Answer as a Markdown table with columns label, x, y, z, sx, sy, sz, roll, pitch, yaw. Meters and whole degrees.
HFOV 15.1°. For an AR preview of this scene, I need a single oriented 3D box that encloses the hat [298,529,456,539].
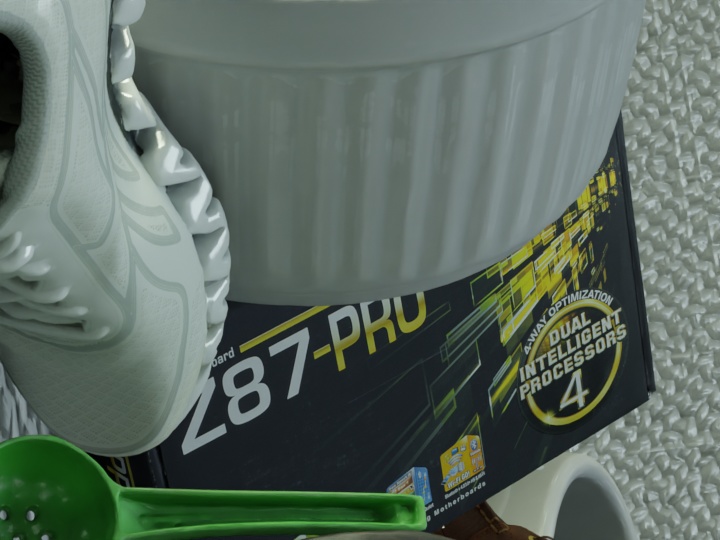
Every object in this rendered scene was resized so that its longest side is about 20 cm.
| label | x | y | z | sx | sy | sz | roll | pitch | yaw |
| --- | --- | --- | --- | --- | --- | --- | --- | --- | --- |
| hat | -0.016 | 0.157 | 0.622 | 0.081 | 0.200 | 0.201 | -29 | -115 | 57 |

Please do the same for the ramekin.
| label | x | y | z | sx | sy | sz | roll | pitch | yaw |
| --- | --- | --- | --- | --- | --- | --- | --- | --- | --- |
| ramekin | -0.016 | -0.078 | 0.739 | 0.200 | 0.199 | 0.105 | -94 | -175 | -55 |

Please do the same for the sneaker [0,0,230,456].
| label | x | y | z | sx | sy | sz | roll | pitch | yaw |
| --- | --- | --- | --- | --- | --- | --- | --- | --- | --- |
| sneaker | -0.079 | -0.022 | 0.627 | 0.081 | 0.075 | 0.200 | -69 | 159 | -43 |

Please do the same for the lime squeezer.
| label | x | y | z | sx | sy | sz | roll | pitch | yaw |
| --- | --- | --- | --- | --- | --- | --- | --- | --- | --- |
| lime squeezer | -0.071 | 0.045 | 0.576 | 0.200 | 0.070 | 0.038 | 27 | 63 | -50 |

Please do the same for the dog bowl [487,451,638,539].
| label | x | y | z | sx | sy | sz | roll | pitch | yaw |
| --- | --- | --- | --- | --- | --- | --- | --- | --- | --- |
| dog bowl | 0.075 | 0.166 | 1.116 | 0.200 | 0.058 | 0.201 | -9 | 90 | -70 |

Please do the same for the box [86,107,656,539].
| label | x | y | z | sx | sy | sz | roll | pitch | yaw |
| --- | --- | --- | --- | --- | --- | --- | --- | --- | --- |
| box | 0.001 | 0.010 | 0.860 | 0.049 | 0.200 | 0.162 | 24 | -47 | 48 |

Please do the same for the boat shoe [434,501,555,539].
| label | x | y | z | sx | sy | sz | roll | pitch | yaw |
| --- | --- | --- | --- | --- | --- | --- | --- | --- | --- |
| boat shoe | 0.054 | 0.127 | 0.946 | 0.072 | 0.067 | 0.200 | 69 | 0 | -52 |
